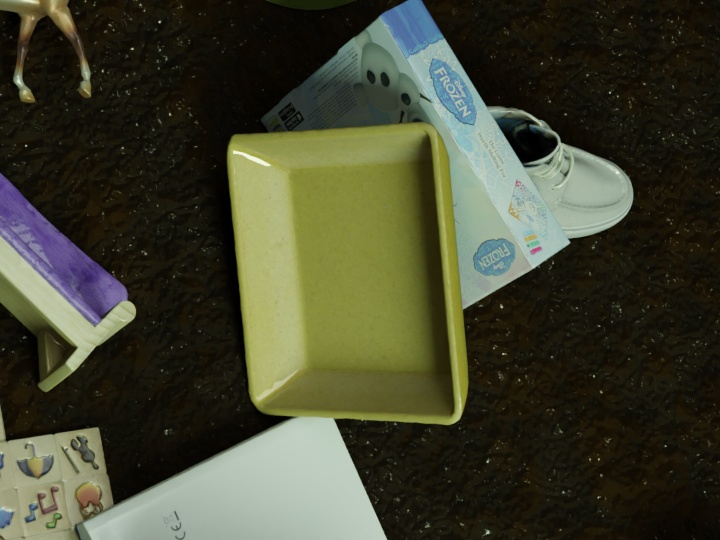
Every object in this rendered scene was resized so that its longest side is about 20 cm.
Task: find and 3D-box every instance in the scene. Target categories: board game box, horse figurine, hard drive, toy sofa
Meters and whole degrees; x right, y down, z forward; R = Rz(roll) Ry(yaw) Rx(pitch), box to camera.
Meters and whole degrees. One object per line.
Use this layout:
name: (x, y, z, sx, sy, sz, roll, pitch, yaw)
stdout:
board game box: (0.034, -0.065, 1.587, 0.043, 0.200, 0.200, -30, 89, -32)
horse figurine: (-0.266, -0.188, 1.577, 0.199, 0.050, 0.133, 3, 75, -23)
hard drive: (-0.083, 0.193, 1.555, 0.199, 0.025, 0.133, -25, 92, -27)
toy sofa: (-0.242, -0.022, 1.521, 0.200, 0.083, 0.098, 45, 64, -6)

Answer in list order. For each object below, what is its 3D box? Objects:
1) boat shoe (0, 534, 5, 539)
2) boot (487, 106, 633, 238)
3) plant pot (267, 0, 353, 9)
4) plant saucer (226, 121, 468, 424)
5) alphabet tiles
boat shoe: (-0.298, 0.234, 1.422, 0.076, 0.072, 0.200, 44, 63, -6)
boot: (0.133, -0.075, 1.692, 0.199, 0.096, 0.074, 5, 73, -22)
plant pot: (-0.014, -0.315, 1.638, 0.186, 0.200, 0.188, 6, 73, -21)
plant saucer: (0.000, 0.000, 1.545, 0.048, 0.199, 0.201, -11, 98, -46)
alphabet tiles: (-0.261, 0.168, 1.502, 0.199, 0.008, 0.168, -7, 78, -25)
